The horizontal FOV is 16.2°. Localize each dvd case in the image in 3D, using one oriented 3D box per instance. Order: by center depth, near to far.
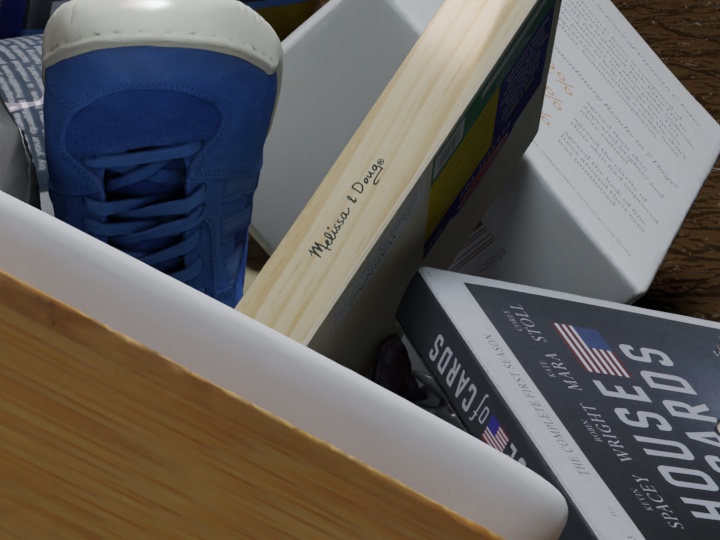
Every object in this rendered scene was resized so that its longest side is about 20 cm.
[{"bbox_3d":[0.123,0.060,0.743,0.200,0.025,0.150,11,25,-27],"label":"dvd case"}]

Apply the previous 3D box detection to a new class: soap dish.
[{"bbox_3d":[-0.064,0.061,0.605,0.200,0.081,0.157,30,-25,-20],"label":"soap dish"}]

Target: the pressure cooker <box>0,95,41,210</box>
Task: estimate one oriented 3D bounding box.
[{"bbox_3d":[-0.199,0.025,0.770,0.176,0.200,0.179,11,41,-19],"label":"pressure cooker"}]

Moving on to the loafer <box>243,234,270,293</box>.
[{"bbox_3d":[-0.059,0.023,0.932,0.068,0.076,0.200,6,20,32],"label":"loafer"}]

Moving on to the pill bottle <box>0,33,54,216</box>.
[{"bbox_3d":[-0.134,-0.035,1.025,0.200,0.120,0.120,-10,23,-28],"label":"pill bottle"}]

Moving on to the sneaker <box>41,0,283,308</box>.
[{"bbox_3d":[-0.063,-0.005,0.783,0.077,0.111,0.200,0,-17,-7],"label":"sneaker"}]

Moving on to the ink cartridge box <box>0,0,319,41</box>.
[{"bbox_3d":[-0.116,-0.100,1.102,0.200,0.198,0.047,-13,52,-27],"label":"ink cartridge box"}]

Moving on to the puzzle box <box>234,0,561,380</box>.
[{"bbox_3d":[0.000,0.000,0.781,0.025,0.133,0.200,30,71,11],"label":"puzzle box"}]

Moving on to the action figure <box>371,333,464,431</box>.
[{"bbox_3d":[0.101,0.075,0.803,0.200,0.070,0.130,16,13,21],"label":"action figure"}]

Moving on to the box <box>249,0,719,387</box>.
[{"bbox_3d":[0.043,-0.050,0.984,0.106,0.152,0.200,-39,4,25],"label":"box"}]
